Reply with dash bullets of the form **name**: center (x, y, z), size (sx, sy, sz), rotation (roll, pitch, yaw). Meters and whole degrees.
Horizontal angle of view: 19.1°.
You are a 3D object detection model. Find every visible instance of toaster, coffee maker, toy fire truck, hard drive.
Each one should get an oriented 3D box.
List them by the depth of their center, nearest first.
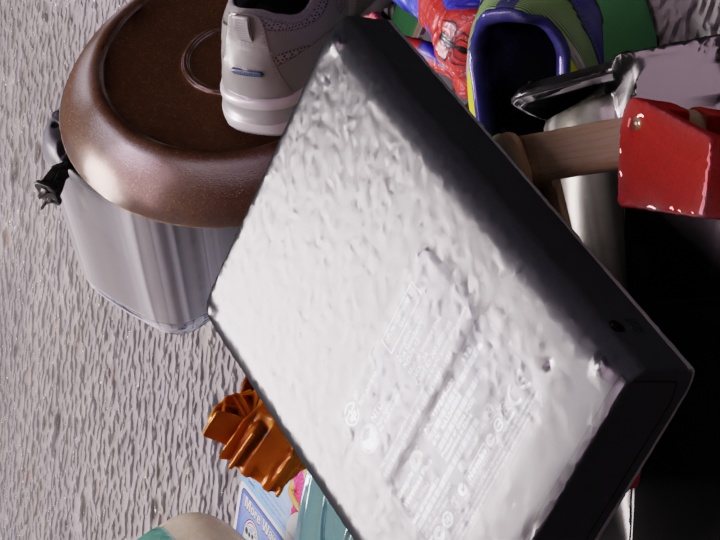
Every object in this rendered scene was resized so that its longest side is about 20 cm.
- **hard drive**: center (0.020, 0.024, 0.749), size (0.200, 0.033, 0.140), rotation (53, 128, 39)
- **toy fire truck**: center (0.061, 0.004, 0.764), size (0.199, 0.048, 0.142), rotation (17, 101, 52)
- **coffee maker**: center (0.148, 0.020, 0.784), size (0.192, 0.134, 0.202), rotation (-18, 74, 62)
- **toaster**: center (-0.097, -0.055, 1.226), size (0.113, 0.200, 0.130), rotation (27, 145, 28)

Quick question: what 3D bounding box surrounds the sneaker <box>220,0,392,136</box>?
- **sneaker**: center (-0.022, -0.164, 1.129), size (0.082, 0.074, 0.201), rotation (82, -161, -48)

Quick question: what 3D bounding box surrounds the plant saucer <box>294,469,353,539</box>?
- **plant saucer**: center (0.000, 0.111, 1.018), size (0.200, 0.027, 0.202), rotation (-167, 90, -77)

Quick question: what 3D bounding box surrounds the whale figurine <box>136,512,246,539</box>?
- **whale figurine**: center (-0.073, 0.233, 1.160), size (0.201, 0.103, 0.159), rotation (63, 166, -3)

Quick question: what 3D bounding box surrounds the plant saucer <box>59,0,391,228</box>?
- **plant saucer**: center (-0.068, -0.105, 1.159), size (0.032, 0.198, 0.201), rotation (82, 167, -48)

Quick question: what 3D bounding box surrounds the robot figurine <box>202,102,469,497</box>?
- **robot figurine**: center (0.000, 0.000, 0.961), size (0.145, 0.058, 0.201), rotation (-53, 8, 39)

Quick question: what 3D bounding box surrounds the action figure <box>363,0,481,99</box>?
- **action figure**: center (0.030, -0.138, 1.022), size (0.200, 0.051, 0.066), rotation (57, 135, 45)

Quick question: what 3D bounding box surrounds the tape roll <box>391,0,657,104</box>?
- **tape roll**: center (0.072, -0.072, 1.038), size (0.200, 0.048, 0.203), rotation (180, 90, -65)

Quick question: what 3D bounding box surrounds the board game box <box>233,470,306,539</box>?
- **board game box**: center (0.001, 0.113, 1.177), size (0.200, 0.055, 0.198), rotation (45, 129, 56)

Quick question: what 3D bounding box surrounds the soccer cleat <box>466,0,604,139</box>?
- **soccer cleat**: center (0.072, -0.026, 0.909), size (0.064, 0.084, 0.202), rotation (4, 107, 25)
